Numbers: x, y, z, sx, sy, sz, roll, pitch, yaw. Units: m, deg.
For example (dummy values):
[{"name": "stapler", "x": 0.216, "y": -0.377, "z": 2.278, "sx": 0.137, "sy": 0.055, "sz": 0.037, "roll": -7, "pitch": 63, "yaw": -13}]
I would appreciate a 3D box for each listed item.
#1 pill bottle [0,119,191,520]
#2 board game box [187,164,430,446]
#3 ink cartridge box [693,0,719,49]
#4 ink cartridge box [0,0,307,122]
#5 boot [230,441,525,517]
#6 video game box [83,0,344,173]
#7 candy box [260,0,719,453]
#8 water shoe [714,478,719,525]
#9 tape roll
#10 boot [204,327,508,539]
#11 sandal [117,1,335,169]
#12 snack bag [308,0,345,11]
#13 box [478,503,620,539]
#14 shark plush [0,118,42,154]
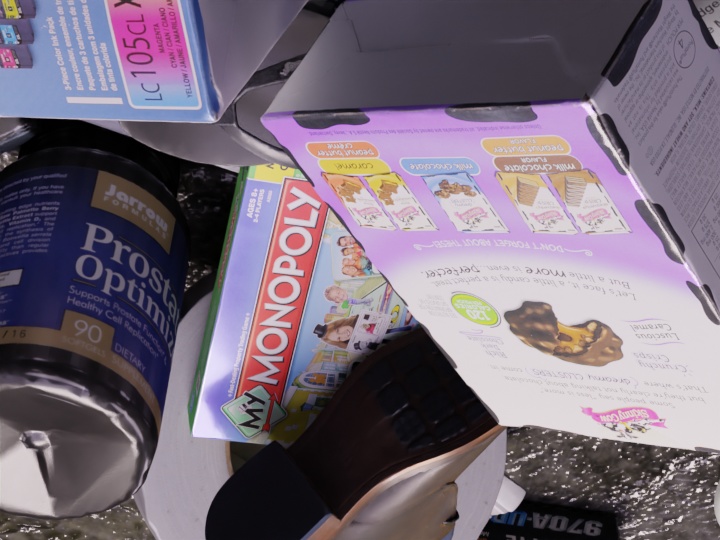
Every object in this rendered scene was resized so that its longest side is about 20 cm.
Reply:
[{"name": "pill bottle", "x": -0.143, "y": 0.012, "z": 0.861, "sx": 0.111, "sy": 0.201, "sz": 0.112, "roll": 2, "pitch": 135, "yaw": 2}, {"name": "board game box", "x": 0.000, "y": 0.000, "z": 0.844, "sx": 0.134, "sy": 0.029, "sz": 0.201, "roll": 7, "pitch": 121, "yaw": -13}, {"name": "ink cartridge box", "x": 0.192, "y": -0.129, "z": 0.811, "sx": 0.200, "sy": 0.043, "sz": 0.196, "roll": 36, "pitch": 127, "yaw": -29}, {"name": "ink cartridge box", "x": -0.130, "y": -0.121, "z": 0.693, "sx": 0.199, "sy": 0.137, "sz": 0.077, "roll": 2, "pitch": 123, "yaw": 19}, {"name": "boot", "x": -0.005, "y": 0.115, "z": 1.017, "sx": 0.200, "sy": 0.074, "sz": 0.096, "roll": 32, "pitch": 86, "yaw": -16}, {"name": "video game box", "x": -0.096, "y": -0.143, "z": 0.814, "sx": 0.199, "sy": 0.047, "sz": 0.182, "roll": 18, "pitch": 135, "yaw": -14}, {"name": "candy box", "x": 0.084, "y": -0.017, "z": 0.695, "sx": 0.167, "sy": 0.072, "sz": 0.200, "roll": 3, "pitch": 141, "yaw": 46}, {"name": "water shoe", "x": 0.277, "y": 0.118, "z": 1.021, "sx": 0.071, "sy": 0.079, "sz": 0.200, "roll": 24, "pitch": 132, "yaw": -18}, {"name": "tape roll", "x": -0.025, "y": 0.088, "z": 0.938, "sx": 0.199, "sy": 0.201, "sz": 0.066, "roll": 19, "pitch": 177, "yaw": -14}, {"name": "boot", "x": 0.024, "y": 0.094, "z": 0.863, "sx": 0.199, "sy": 0.075, "sz": 0.097, "roll": -32, "pitch": 144, "yaw": 1}, {"name": "sandal", "x": -0.006, "y": -0.073, "z": 0.755, "sx": 0.199, "sy": 0.043, "sz": 0.076, "roll": 5, "pitch": 116, "yaw": -12}, {"name": "snack bag", "x": -0.004, "y": -0.137, "z": 0.770, "sx": 0.199, "sy": 0.021, "sz": 0.189, "roll": 26, "pitch": 130, "yaw": -22}, {"name": "box", "x": 0.055, "y": 0.212, "z": 1.152, "sx": 0.199, "sy": 0.046, "sz": 0.159, "roll": 9, "pitch": 135, "yaw": -5}, {"name": "shark plush", "x": -0.252, "y": -0.048, "z": 0.874, "sx": 0.199, "sy": 0.084, "sz": 0.091, "roll": -2, "pitch": 163, "yaw": 36}]
